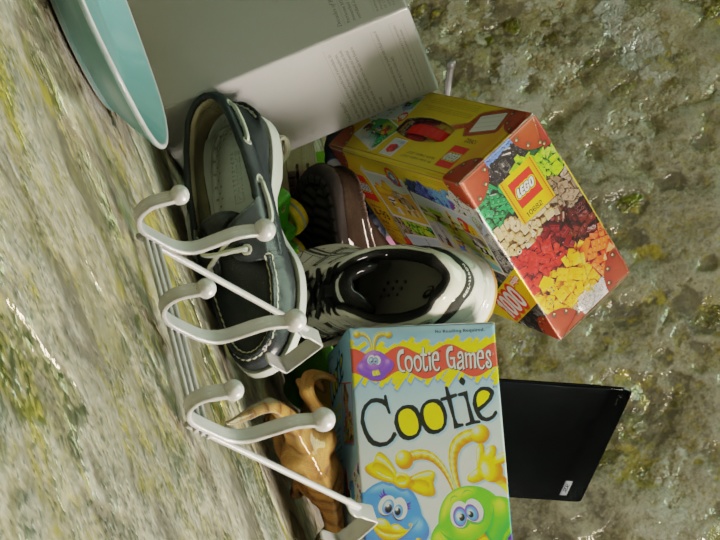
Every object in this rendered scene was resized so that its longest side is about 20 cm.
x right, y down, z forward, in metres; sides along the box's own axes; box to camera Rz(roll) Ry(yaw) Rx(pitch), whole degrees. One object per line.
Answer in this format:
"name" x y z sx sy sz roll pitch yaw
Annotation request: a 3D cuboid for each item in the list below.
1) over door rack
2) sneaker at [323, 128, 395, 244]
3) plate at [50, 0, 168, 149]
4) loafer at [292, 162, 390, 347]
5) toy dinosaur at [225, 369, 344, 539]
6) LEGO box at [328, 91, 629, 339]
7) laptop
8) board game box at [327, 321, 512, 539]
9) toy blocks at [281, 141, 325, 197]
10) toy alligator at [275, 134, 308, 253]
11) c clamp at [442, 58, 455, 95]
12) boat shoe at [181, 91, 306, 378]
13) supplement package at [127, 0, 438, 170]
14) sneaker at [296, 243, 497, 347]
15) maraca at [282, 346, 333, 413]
"over door rack" -0.048 0.053 1.031 0.200 0.066 0.149 48 19 -52
"sneaker" 0.007 -0.037 1.454 0.200 0.070 0.083 70 30 -56
"plate" -0.166 -0.165 1.095 0.200 0.025 0.202 -21 90 -88
"loafer" 0.000 0.000 1.399 0.073 0.071 0.201 32 -39 49
"toy dinosaur" -0.036 0.112 1.177 0.107 0.060 0.201 -106 174 -46
"LEGO box" 0.084 -0.047 1.317 0.149 0.077 0.200 55 -15 -25
"laptop" 0.103 0.097 1.490 0.200 0.103 0.178 49 -30 25
"board game box" 0.041 0.145 1.220 0.105 0.102 0.202 126 -39 -75
"toy blocks" -0.058 -0.032 1.499 0.201 0.099 0.137 87 -4 -46
"toy alligator" -0.077 -0.037 1.338 0.054 0.059 0.201 29 -36 23
"c clamp" 0.061 -0.051 1.525 0.172 0.027 0.201 90 5 -45
"boat shoe" -0.086 -0.026 1.202 0.060 0.075 0.201 32 38 -52
"supplement package" -0.063 -0.168 1.306 0.121 0.199 0.121 61 8 -64
"sneaker" -0.008 0.010 1.251 0.088 0.198 0.076 18 66 -64
"maraca" -0.001 0.122 1.360 0.200 0.107 0.137 50 -31 15
